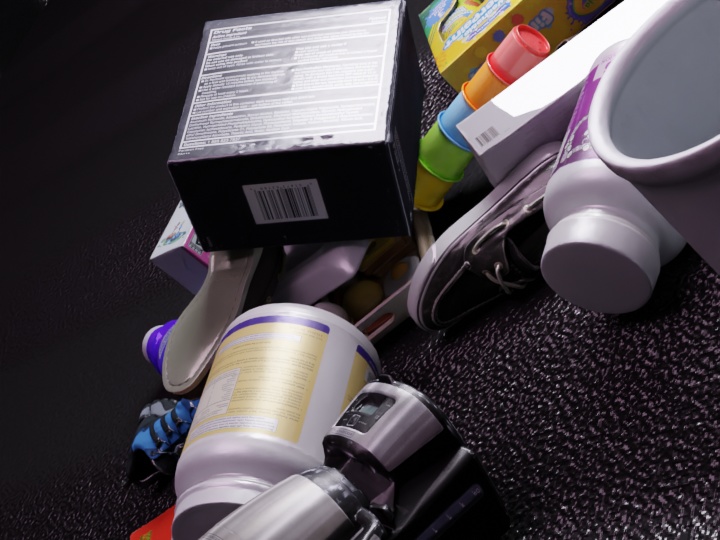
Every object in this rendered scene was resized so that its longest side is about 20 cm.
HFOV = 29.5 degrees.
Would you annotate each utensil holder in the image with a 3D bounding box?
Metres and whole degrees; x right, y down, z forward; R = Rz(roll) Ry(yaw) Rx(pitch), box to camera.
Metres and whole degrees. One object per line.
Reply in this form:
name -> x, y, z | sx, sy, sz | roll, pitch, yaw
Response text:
utensil holder -> 0.263, -0.066, 0.824 | 0.170, 0.200, 0.170 | -36, 30, 24

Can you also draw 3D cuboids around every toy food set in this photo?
toy food set -> 0.000, 0.000, 1.302 | 0.143, 0.060, 0.200 | -40, 28, 18

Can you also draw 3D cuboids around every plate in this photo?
plate -> -0.037, -0.041, 1.333 | 0.199, 0.032, 0.201 | -34, 26, 50

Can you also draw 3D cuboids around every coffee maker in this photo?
coffee maker -> -0.006, 0.203, 0.945 | 0.200, 0.193, 0.134 | -37, 43, -25

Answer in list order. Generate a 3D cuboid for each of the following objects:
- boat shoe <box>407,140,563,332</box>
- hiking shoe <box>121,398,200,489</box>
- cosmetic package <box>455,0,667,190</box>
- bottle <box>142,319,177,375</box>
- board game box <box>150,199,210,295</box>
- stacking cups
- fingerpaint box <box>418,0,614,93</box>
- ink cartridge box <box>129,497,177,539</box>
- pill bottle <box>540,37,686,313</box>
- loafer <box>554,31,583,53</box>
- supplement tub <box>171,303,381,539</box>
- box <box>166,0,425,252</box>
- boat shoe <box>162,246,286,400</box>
boat shoe -> 0.116, -0.017, 1.131 | 0.200, 0.071, 0.064 | -49, 39, 17
hiking shoe -> -0.163, 0.161, 1.336 | 0.200, 0.074, 0.087 | -34, 30, 50
cosmetic package -> 0.183, -0.144, 1.141 | 0.200, 0.083, 0.051 | -36, 46, 2
bottle -> -0.172, 0.088, 1.443 | 0.200, 0.065, 0.084 | 6, 62, 59
board game box -> -0.113, -0.052, 1.449 | 0.064, 0.147, 0.201 | -23, 36, 45
stacking cups -> 0.100, -0.144, 1.269 | 0.200, 0.060, 0.061 | -55, 18, 36
fingerpaint box -> 0.163, -0.279, 1.410 | 0.200, 0.073, 0.167 | -40, 27, 17
ink cartridge box -> -0.164, 0.238, 1.249 | 0.200, 0.050, 0.163 | -34, 29, 21
pill bottle -> 0.201, -0.071, 1.026 | 0.112, 0.112, 0.201 | -18, 40, 46
loafer -> 0.213, -0.184, 1.208 | 0.200, 0.071, 0.073 | -51, 26, -5
supplement tub -> -0.068, 0.143, 1.119 | 0.145, 0.145, 0.201 | -27, 33, 37
box -> -0.050, -0.132, 1.250 | 0.199, 0.124, 0.199 | -4, 48, 13
boat shoe -> -0.118, 0.038, 1.255 | 0.071, 0.061, 0.202 | -3, 52, 34
